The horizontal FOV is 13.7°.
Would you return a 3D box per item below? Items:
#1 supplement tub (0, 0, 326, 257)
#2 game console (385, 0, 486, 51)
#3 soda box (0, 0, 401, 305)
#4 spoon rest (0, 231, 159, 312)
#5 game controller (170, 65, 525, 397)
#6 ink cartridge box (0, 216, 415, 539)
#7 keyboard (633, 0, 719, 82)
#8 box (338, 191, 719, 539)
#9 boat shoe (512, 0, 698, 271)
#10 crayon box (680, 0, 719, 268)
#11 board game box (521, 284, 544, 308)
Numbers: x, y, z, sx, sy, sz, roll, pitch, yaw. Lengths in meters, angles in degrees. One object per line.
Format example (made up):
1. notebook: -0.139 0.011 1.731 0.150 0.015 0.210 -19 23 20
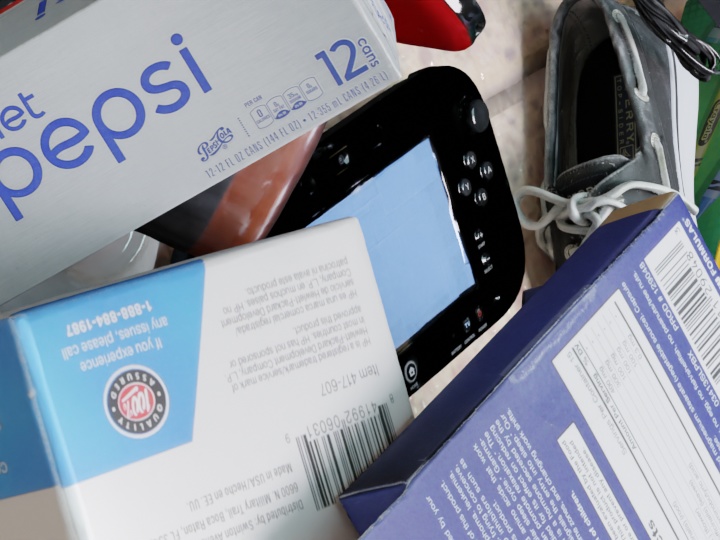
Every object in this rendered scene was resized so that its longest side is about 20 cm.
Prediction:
1. supplement tub: -0.106 -0.086 0.923 0.200 0.107 0.107 24 56 -9
2. game console: -0.027 -0.192 1.090 0.119 0.172 0.200 -51 120 -15
3. soda box: -0.089 -0.040 0.847 0.063 0.200 0.068 58 9 -17
4. spoon rest: -0.101 -0.067 1.016 0.099 0.061 0.200 17 79 -45
5. game controller: 0.000 0.000 1.114 0.200 0.042 0.104 -38 107 -48
6. ink cartridge box: -0.044 0.100 0.812 0.146 0.084 0.200 -17 92 -52
7. keyboard: 0.132 -0.144 1.229 0.200 0.021 0.127 46 47 -37
8. box: 0.064 0.077 0.854 0.200 0.032 0.121 -44 110 -47
9. boat shoe: 0.104 -0.023 1.217 0.068 0.074 0.200 31 56 -46
10. crayon box: 0.179 -0.019 1.318 0.119 0.058 0.200 43 49 -32
11. board game box: 0.138 0.119 0.989 0.200 0.062 0.200 20 64 -42
